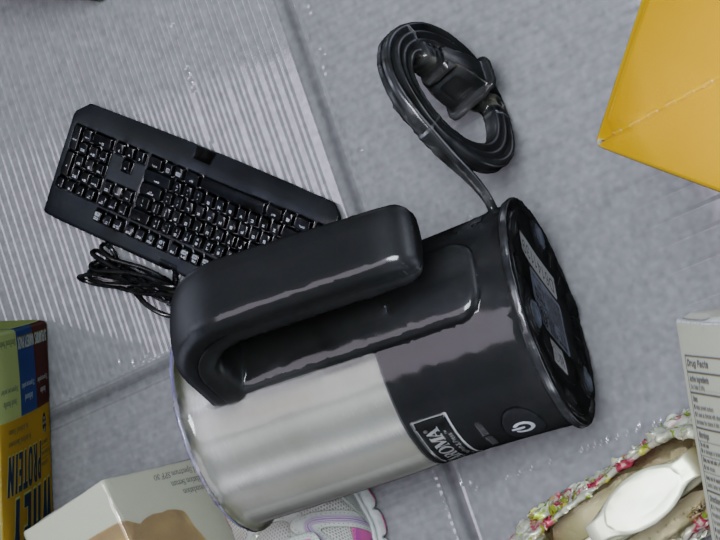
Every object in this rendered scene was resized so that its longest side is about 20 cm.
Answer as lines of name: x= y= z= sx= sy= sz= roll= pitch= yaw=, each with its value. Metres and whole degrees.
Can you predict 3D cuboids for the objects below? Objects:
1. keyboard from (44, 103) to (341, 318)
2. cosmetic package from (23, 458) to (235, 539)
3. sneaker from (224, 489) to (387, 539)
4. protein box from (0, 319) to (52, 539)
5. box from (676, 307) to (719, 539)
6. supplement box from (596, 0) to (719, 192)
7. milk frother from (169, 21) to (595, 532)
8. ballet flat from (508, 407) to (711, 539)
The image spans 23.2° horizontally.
keyboard: x=-0.109 y=-0.021 z=1.016 sx=0.199 sy=0.040 sz=0.105 roll=22 pitch=103 yaw=29
cosmetic package: x=-0.097 y=0.214 z=0.982 sx=0.071 sy=0.105 sz=0.201 roll=-33 pitch=77 yaw=27
sneaker: x=-0.022 y=0.180 z=0.944 sx=0.081 sy=0.088 sz=0.201 roll=-40 pitch=72 yaw=26
protein box: x=-0.290 y=0.136 z=1.032 sx=0.197 sy=0.135 sz=0.202 roll=-2 pitch=92 yaw=2
box: x=0.218 y=0.109 z=0.753 sx=0.108 sy=0.128 sz=0.202 roll=-9 pitch=90 yaw=-7
supplement box: x=0.238 y=-0.078 z=0.713 sx=0.196 sy=0.199 sz=0.134 roll=23 pitch=103 yaw=27
milk frother: x=0.000 y=0.000 z=0.894 sx=0.187 sy=0.181 sz=0.201 roll=-19 pitch=39 yaw=17
ballet flat: x=0.118 y=0.133 z=0.873 sx=0.200 sy=0.064 sz=0.076 roll=-49 pitch=68 yaw=24
